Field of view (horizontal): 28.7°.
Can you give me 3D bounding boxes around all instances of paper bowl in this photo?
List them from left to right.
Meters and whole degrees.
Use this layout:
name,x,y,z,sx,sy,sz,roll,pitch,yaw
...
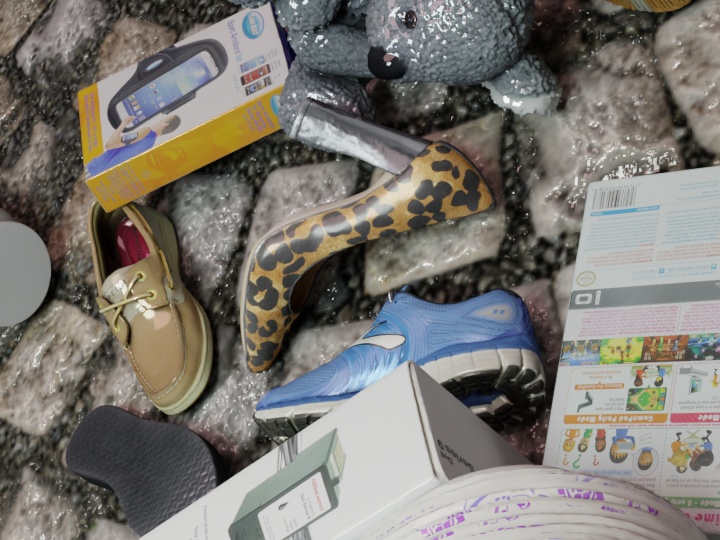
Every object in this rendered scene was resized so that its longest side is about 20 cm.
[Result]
name,x,y,z,sx,sy,sz,roll,pitch,yaw
paper bowl,0.075,0.173,0.660,0.200,0.201,0.105,-34,33,20

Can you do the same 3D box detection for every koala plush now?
name,x,y,z,sx,sy,sz,roll,pitch,yaw
koala plush,0.039,-0.179,0.924,0.184,0.179,0.199,-42,37,-21

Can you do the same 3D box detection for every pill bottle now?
name,x,y,z,sx,sy,sz,roll,pitch,yaw
pill bottle,-0.354,-0.008,1.198,0.198,0.112,0.114,8,71,43

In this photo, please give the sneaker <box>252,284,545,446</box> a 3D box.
name,x,y,z,sx,sy,sz,roll,pitch,yaw
sneaker,0.023,0.065,0.869,0.198,0.079,0.090,-18,44,24

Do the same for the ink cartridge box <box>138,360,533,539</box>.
name,x,y,z,sx,sy,sz,roll,pitch,yaw
ink cartridge box,-0.001,0.160,0.769,0.199,0.146,0.085,-34,40,19

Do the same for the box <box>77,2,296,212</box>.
name,x,y,z,sx,sy,sz,roll,pitch,yaw
box,-0.122,-0.134,1.086,0.198,0.042,0.120,-27,42,8

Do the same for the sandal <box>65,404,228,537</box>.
name,x,y,z,sx,sy,sz,roll,pitch,yaw
sandal,-0.142,0.142,0.985,0.077,0.043,0.199,-54,34,-9

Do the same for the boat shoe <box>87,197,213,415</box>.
name,x,y,z,sx,sy,sz,roll,pitch,yaw
boat shoe,-0.166,0.021,1.051,0.074,0.066,0.201,-41,45,14

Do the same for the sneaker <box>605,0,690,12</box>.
name,x,y,z,sx,sy,sz,roll,pitch,yaw
sneaker,0.153,-0.236,0.922,0.088,0.076,0.199,-52,46,-4

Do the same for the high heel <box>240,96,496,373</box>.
name,x,y,z,sx,sy,sz,roll,pitch,yaw
high heel,0.000,0.000,0.939,0.141,0.071,0.202,21,111,7

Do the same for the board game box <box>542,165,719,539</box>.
name,x,y,z,sx,sy,sz,roll,pitch,yaw
board game box,0.182,0.048,0.739,0.146,0.064,0.203,-5,61,40
